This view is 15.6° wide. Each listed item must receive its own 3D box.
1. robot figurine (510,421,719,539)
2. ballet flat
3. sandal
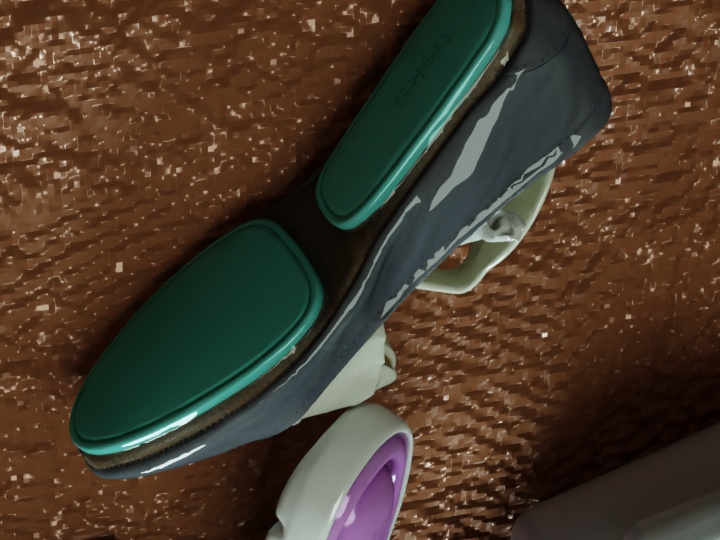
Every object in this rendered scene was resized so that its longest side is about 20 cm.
[{"bbox_3d":[0.128,0.109,0.877,0.200,0.113,0.170,-25,156,-1],"label":"robot figurine"},{"bbox_3d":[0.000,0.000,0.786,0.073,0.073,0.200,34,105,-34],"label":"ballet flat"},{"bbox_3d":[-0.005,0.130,0.851,0.082,0.050,0.203,-46,153,-37],"label":"sandal"}]
